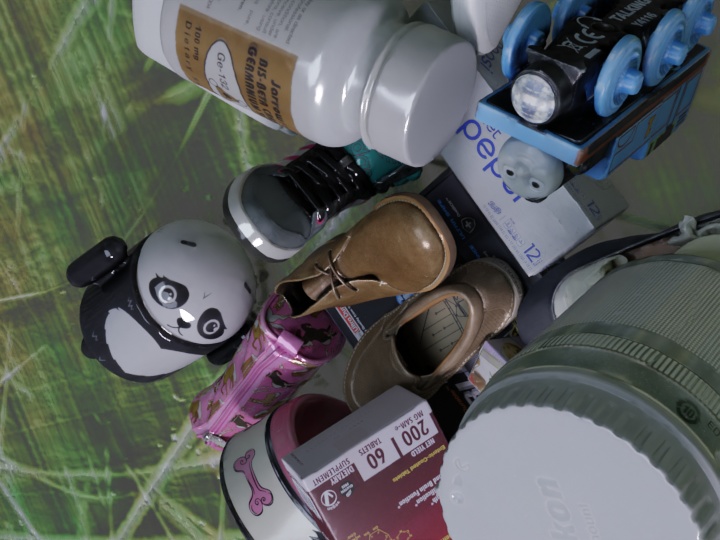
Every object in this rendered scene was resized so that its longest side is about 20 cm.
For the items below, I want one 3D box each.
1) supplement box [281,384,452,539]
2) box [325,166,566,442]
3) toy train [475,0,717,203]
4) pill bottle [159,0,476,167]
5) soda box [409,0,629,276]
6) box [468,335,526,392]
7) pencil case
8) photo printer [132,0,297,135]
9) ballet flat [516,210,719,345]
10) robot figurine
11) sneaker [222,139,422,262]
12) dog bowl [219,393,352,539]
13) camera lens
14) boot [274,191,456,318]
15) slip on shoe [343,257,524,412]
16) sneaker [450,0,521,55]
[{"bbox_3d":[0.037,0.200,0.770,0.200,0.109,0.061,62,165,-15],"label":"supplement box"},{"bbox_3d":[0.082,0.041,0.831,0.198,0.050,0.200,-39,82,39],"label":"box"},{"bbox_3d":[0.146,-0.113,0.627,0.087,0.200,0.114,28,133,25],"label":"toy train"},{"bbox_3d":[-0.028,-0.149,0.711,0.200,0.114,0.114,28,122,22],"label":"pill bottle"},{"bbox_3d":[0.100,-0.100,0.750,0.200,0.063,0.068,54,130,7],"label":"soda box"},{"bbox_3d":[0.152,0.120,0.711,0.200,0.041,0.039,48,130,38],"label":"box"},{"bbox_3d":[-0.086,0.093,0.940,0.200,0.083,0.087,-51,36,43],"label":"pencil case"},{"bbox_3d":[-0.105,-0.227,0.853,0.200,0.069,0.166,33,124,23],"label":"photo printer"},{"bbox_3d":[0.187,0.006,0.690,0.200,0.073,0.073,-23,93,24],"label":"ballet flat"},{"bbox_3d":[-0.185,0.034,0.978,0.200,0.150,0.125,-31,75,41],"label":"robot figurine"},{"bbox_3d":[-0.015,-0.076,0.773,0.121,0.200,0.084,-36,94,25],"label":"sneaker"},{"bbox_3d":[-0.017,0.188,0.876,0.200,0.200,0.074,47,109,13],"label":"dog bowl"},{"bbox_3d":[0.156,0.092,0.573,0.160,0.200,0.160,18,122,31],"label":"camera lens"},{"bbox_3d":[0.000,0.000,0.754,0.074,0.075,0.200,60,152,-2],"label":"boot"},{"bbox_3d":[0.042,0.062,0.797,0.200,0.061,0.076,-40,81,39],"label":"slip on shoe"},{"bbox_3d":[0.117,-0.231,0.668,0.080,0.070,0.200,26,108,16],"label":"sneaker"}]
